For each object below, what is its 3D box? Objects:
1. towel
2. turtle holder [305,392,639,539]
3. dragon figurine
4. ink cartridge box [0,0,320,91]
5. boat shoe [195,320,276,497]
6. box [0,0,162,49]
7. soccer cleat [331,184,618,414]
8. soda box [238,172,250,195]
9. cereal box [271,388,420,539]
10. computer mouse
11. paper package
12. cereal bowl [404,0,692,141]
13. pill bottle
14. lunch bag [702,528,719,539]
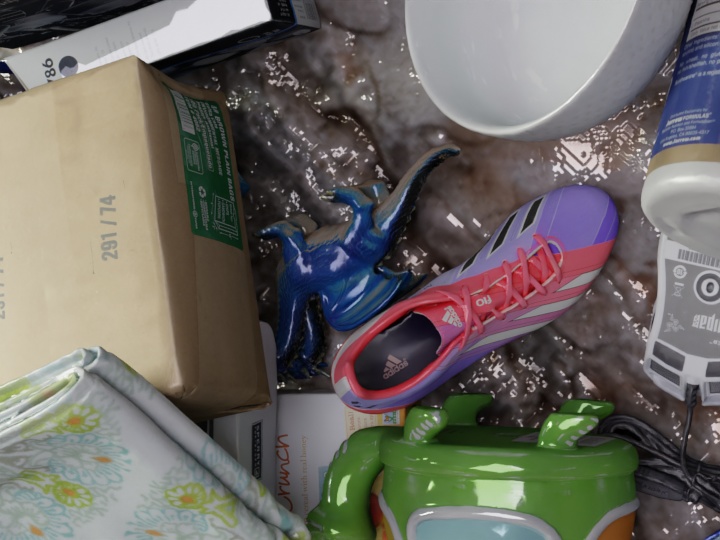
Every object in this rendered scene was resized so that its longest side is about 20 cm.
[{"bbox_3d":[-0.151,0.133,1.248,0.171,0.048,0.200,-23,129,29],"label":"towel"},{"bbox_3d":[0.066,0.141,1.280,0.185,0.141,0.132,1,92,-8],"label":"turtle holder"},{"bbox_3d":[0.000,0.000,1.356,0.200,0.059,0.100,-28,87,21],"label":"dragon figurine"},{"bbox_3d":[-0.132,-0.136,1.369,0.199,0.099,0.039,-16,89,18],"label":"ink cartridge box"},{"bbox_3d":[-0.095,0.125,1.343,0.068,0.072,0.201,6,99,24],"label":"boat shoe"},{"bbox_3d":[-0.173,-0.210,1.335,0.199,0.182,0.104,-14,89,17],"label":"box"},{"bbox_3d":[0.070,0.019,1.311,0.200,0.076,0.067,-34,87,0],"label":"soccer cleat"},{"bbox_3d":[-0.169,-0.013,1.404,0.200,0.064,0.068,-41,81,15],"label":"soda box"},{"bbox_3d":[-0.059,0.146,1.392,0.199,0.040,0.144,-3,92,17],"label":"cereal box"},{"bbox_3d":[0.206,0.040,1.308,0.109,0.044,0.201,15,103,20],"label":"computer mouse"},{"bbox_3d":[-0.163,0.001,1.299,0.190,0.103,0.201,-15,75,23],"label":"paper package"},{"bbox_3d":[0.120,-0.168,1.280,0.200,0.083,0.201,-15,69,45],"label":"cereal bowl"},{"bbox_3d":[0.230,-0.111,1.231,0.111,0.111,0.201,12,71,16],"label":"pill bottle"},{"bbox_3d":[0.295,0.195,1.248,0.170,0.127,0.200,-43,73,12],"label":"lunch bag"}]
